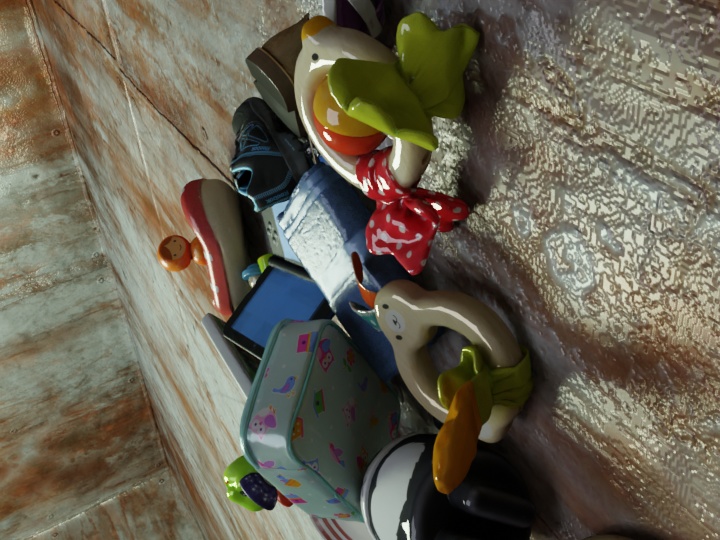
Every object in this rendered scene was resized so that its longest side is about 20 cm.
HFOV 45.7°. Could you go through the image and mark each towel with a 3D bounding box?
[{"bbox_3d":[0.000,0.000,0.819,0.202,0.048,0.112,56,146,8],"label":"towel"}]

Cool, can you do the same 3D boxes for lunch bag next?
[{"bbox_3d":[-0.033,0.149,0.853,0.075,0.163,0.201,-4,144,27],"label":"lunch bag"}]

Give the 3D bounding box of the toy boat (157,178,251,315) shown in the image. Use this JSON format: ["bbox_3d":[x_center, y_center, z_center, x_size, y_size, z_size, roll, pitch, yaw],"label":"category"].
[{"bbox_3d":[-0.229,-0.031,1.230,0.132,0.127,0.204,-102,5,-55],"label":"toy boat"}]

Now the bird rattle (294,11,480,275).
[{"bbox_3d":[0.017,-0.107,0.644,0.162,0.112,0.202,39,157,24],"label":"bird rattle"}]

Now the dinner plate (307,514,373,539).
[{"bbox_3d":[0.023,0.284,0.986,0.196,0.024,0.204,15,127,20],"label":"dinner plate"}]

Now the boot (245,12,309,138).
[{"bbox_3d":[-0.060,-0.185,0.827,0.074,0.076,0.200,43,175,-1],"label":"boot"}]

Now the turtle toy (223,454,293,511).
[{"bbox_3d":[-0.075,0.247,1.070,0.146,0.195,0.103,126,142,-55],"label":"turtle toy"}]

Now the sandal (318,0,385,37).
[{"bbox_3d":[-0.001,-0.220,0.649,0.049,0.083,0.205,10,140,14],"label":"sandal"}]

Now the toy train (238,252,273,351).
[{"bbox_3d":[-0.108,0.029,1.121,0.200,0.083,0.119,138,125,-62],"label":"toy train"}]

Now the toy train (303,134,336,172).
[{"bbox_3d":[-0.018,-0.051,0.872,0.046,0.034,0.204,14,123,60],"label":"toy train"}]

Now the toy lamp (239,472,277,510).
[{"bbox_3d":[-0.056,0.180,0.978,0.058,0.201,0.058,38,-177,-2],"label":"toy lamp"}]

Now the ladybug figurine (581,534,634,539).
[{"bbox_3d":[0.185,0.271,0.629,0.137,0.071,0.201,60,157,21],"label":"ladybug figurine"}]

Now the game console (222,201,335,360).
[{"bbox_3d":[-0.098,-0.004,0.977,0.199,0.117,0.174,18,127,57],"label":"game console"}]

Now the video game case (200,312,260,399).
[{"bbox_3d":[-0.125,0.158,1.200,0.182,0.022,0.200,39,-173,-49],"label":"video game case"}]

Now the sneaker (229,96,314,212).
[{"bbox_3d":[-0.116,-0.132,0.947,0.200,0.081,0.074,47,167,55],"label":"sneaker"}]

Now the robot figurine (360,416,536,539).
[{"bbox_3d":[0.074,0.214,0.769,0.126,0.149,0.199,59,161,-9],"label":"robot figurine"}]

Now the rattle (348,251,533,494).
[{"bbox_3d":[0.028,0.077,0.689,0.199,0.143,0.131,36,153,18],"label":"rattle"}]
